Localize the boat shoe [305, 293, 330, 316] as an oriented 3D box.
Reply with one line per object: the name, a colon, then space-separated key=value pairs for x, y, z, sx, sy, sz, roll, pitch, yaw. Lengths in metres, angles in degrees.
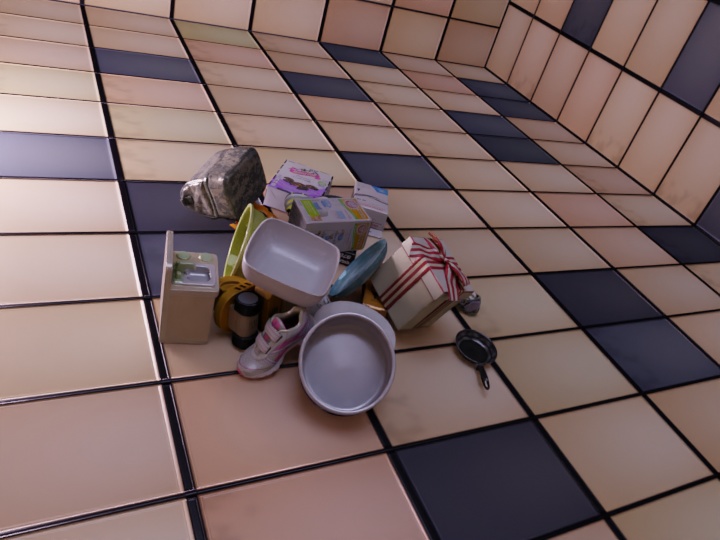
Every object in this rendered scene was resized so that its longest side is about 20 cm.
boat shoe: x=-0.107 y=0.077 z=1.443 sx=0.068 sy=0.072 sz=0.201 roll=9 pitch=28 yaw=3

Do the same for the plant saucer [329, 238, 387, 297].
plant saucer: x=0.000 y=0.000 z=1.515 sx=0.027 sy=0.199 sz=0.201 roll=45 pitch=32 yaw=-12

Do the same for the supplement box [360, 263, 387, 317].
supplement box: x=0.036 y=0.058 z=1.544 sx=0.065 sy=0.070 sz=0.201 roll=15 pitch=33 yaw=-4

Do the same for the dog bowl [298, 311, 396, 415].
dog bowl: x=-0.029 y=0.193 z=1.223 sx=0.195 sy=0.079 sz=0.204 roll=2 pitch=72 yaw=-7

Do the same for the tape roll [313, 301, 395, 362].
tape roll: x=-0.021 y=0.162 z=1.367 sx=0.198 sy=0.072 sz=0.204 roll=13 pitch=34 yaw=-9

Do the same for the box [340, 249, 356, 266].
box: x=-0.104 y=-0.096 z=1.705 sx=0.196 sy=0.047 sz=0.160 roll=15 pitch=35 yaw=-6

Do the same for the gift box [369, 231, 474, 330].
gift box: x=0.152 y=0.032 z=1.460 sx=0.199 sy=0.186 sz=0.186 roll=-5 pitch=57 yaw=-57

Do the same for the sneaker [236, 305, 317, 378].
sneaker: x=-0.181 y=0.141 z=1.261 sx=0.199 sy=0.089 sz=0.081 roll=-39 pitch=52 yaw=-20

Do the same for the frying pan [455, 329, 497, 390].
frying pan: x=0.302 y=0.219 z=1.480 sx=0.113 sy=0.031 sz=0.191 roll=-2 pitch=43 yaw=-28

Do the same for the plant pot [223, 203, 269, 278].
plant pot: x=-0.216 y=-0.036 z=1.461 sx=0.181 sy=0.202 sz=0.202 roll=19 pitch=32 yaw=-19

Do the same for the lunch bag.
lunch bag: x=-0.365 y=-0.234 z=1.591 sx=0.164 sy=0.141 sz=0.201 roll=5 pitch=40 yaw=20

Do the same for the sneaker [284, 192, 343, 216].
sneaker: x=-0.119 y=-0.167 z=1.700 sx=0.195 sy=0.076 sz=0.077 roll=1 pitch=42 yaw=-5

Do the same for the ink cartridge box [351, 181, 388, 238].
ink cartridge box: x=0.027 y=-0.193 z=1.883 sx=0.113 sy=0.068 sz=0.202 roll=14 pitch=34 yaw=-8

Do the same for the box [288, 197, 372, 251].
box: x=-0.084 y=-0.123 z=1.618 sx=0.196 sy=0.103 sz=0.113 roll=-5 pitch=42 yaw=-29

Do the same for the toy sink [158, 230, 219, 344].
toy sink: x=-0.359 y=0.036 z=1.261 sx=0.110 sy=0.203 sz=0.131 roll=4 pitch=35 yaw=-20

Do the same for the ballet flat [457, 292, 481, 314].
ballet flat: x=0.248 y=0.046 z=1.661 sx=0.198 sy=0.073 sz=0.072 roll=29 pitch=35 yaw=15

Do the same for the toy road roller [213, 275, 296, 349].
toy road roller: x=-0.244 y=0.067 z=1.346 sx=0.145 sy=0.125 sz=0.199 roll=30 pitch=35 yaw=28

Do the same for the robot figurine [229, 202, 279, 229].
robot figurine: x=-0.328 y=-0.158 z=1.671 sx=0.198 sy=0.059 sz=0.144 roll=33 pitch=36 yaw=18

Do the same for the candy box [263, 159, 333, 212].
candy box: x=-0.188 y=-0.250 z=1.852 sx=0.165 sy=0.072 sz=0.201 roll=19 pitch=35 yaw=0

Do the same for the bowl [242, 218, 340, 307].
bowl: x=-0.154 y=-0.010 z=1.305 sx=0.197 sy=0.075 sz=0.201 roll=24 pitch=38 yaw=-5
